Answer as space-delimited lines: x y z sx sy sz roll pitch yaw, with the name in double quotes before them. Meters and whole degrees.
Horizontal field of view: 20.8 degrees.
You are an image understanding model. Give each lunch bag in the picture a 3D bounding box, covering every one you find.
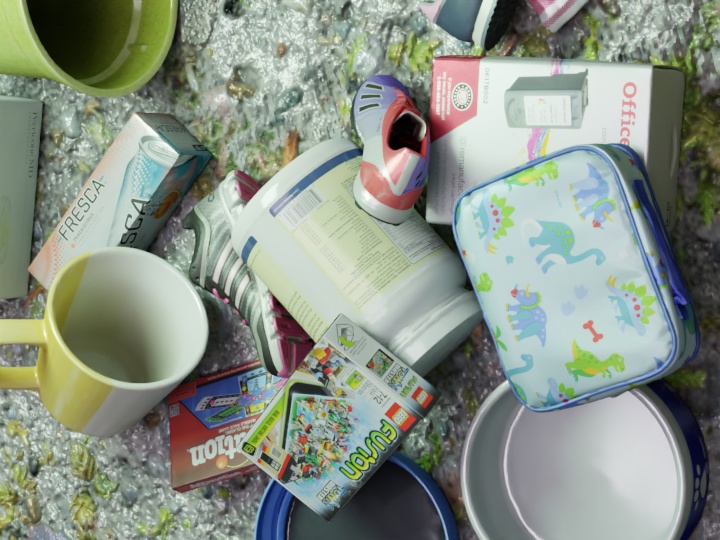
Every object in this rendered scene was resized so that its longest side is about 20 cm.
"lunch bag" 0.176 0.005 1.567 0.161 0.082 0.200 -23 85 27

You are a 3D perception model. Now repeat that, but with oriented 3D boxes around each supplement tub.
"supplement tub" 0.000 0.000 1.705 0.145 0.145 0.200 -45 79 22

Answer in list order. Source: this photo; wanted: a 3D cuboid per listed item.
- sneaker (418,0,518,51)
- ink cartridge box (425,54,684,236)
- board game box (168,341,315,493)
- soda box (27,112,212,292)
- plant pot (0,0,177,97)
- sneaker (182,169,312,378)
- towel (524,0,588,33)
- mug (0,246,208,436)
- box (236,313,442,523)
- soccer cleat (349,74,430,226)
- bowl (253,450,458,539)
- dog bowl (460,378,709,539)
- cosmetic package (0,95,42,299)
"sneaker" 0.106 -0.292 1.652 0.082 0.070 0.200 24 105 21
"ink cartridge box" 0.162 -0.106 1.656 0.200 0.086 0.148 5 96 27
"board game box" -0.092 0.132 1.812 0.200 0.019 0.103 -19 61 26
"soda box" -0.230 -0.054 1.867 0.068 0.064 0.200 43 111 18
"plant pot" -0.306 -0.256 1.836 0.184 0.200 0.201 -1 93 38
"sneaker" -0.108 0.012 1.806 0.087 0.074 0.200 -26 76 26
"towel" 0.151 -0.321 1.678 0.146 0.030 0.200 -46 74 22
"mug" -0.251 0.071 1.824 0.186 0.149 0.153 27 142 -6
"box" -0.021 0.129 1.682 0.110 0.035 0.200 38 138 2
"soccer cleat" 0.033 -0.120 1.673 0.068 0.200 0.073 24 123 -15
"bowl" -0.002 0.252 1.786 0.200 0.039 0.201 2 94 27
"dog bowl" 0.191 0.173 1.663 0.200 0.079 0.200 2 93 26
"cosmetic package" -0.414 -0.072 1.880 0.123 0.200 0.200 8 97 23
